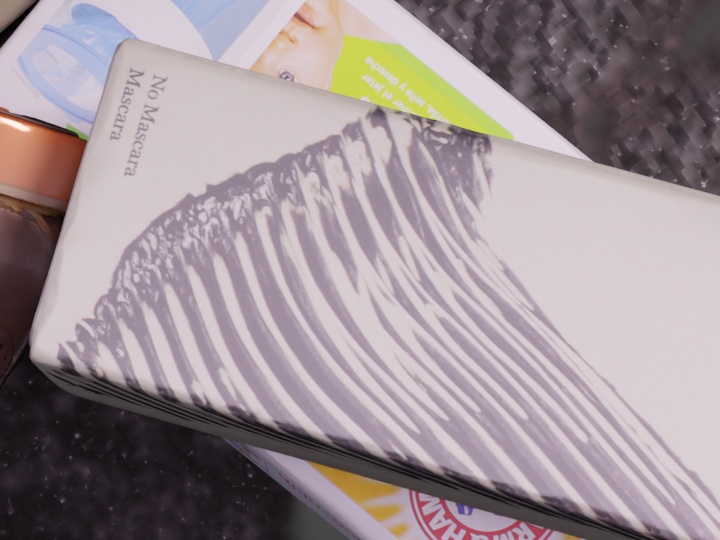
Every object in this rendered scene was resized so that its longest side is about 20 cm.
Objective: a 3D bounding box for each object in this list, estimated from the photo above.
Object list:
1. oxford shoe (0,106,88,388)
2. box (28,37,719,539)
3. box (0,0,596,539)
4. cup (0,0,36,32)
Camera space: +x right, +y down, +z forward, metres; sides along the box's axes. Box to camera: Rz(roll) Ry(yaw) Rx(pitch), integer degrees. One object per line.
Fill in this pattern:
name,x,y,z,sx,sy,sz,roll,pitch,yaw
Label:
oxford shoe,-0.166,-0.024,0.707,0.199,0.071,0.073,16,91,11
box,0.031,0.014,0.679,0.199,0.068,0.083,14,81,6
box,0.000,0.000,0.770,0.200,0.101,0.113,38,86,8
cup,-0.136,-0.132,0.770,0.200,0.200,0.143,-46,110,-3
